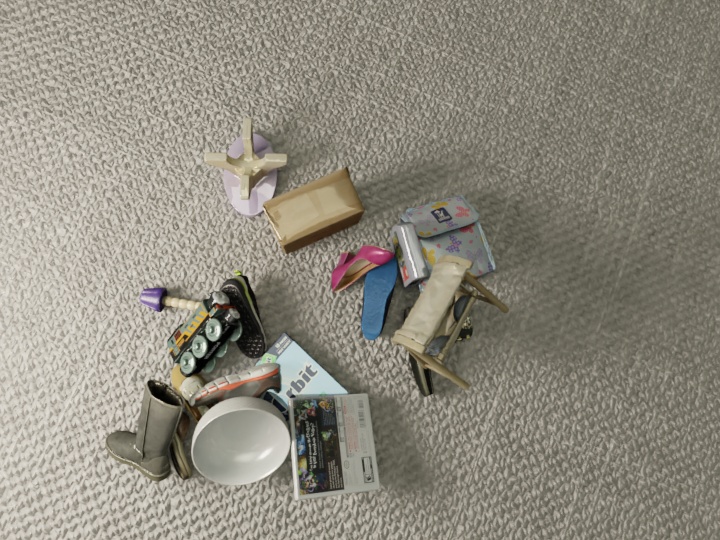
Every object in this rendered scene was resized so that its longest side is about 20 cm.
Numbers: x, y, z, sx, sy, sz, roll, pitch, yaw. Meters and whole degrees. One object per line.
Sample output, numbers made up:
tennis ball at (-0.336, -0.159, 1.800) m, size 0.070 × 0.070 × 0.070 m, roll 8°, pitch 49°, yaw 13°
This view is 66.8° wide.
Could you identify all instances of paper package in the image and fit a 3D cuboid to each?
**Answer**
paper package at (-0.104, -0.127, 1.215) m, size 0.198 × 0.191 × 0.104 m, roll -25°, pitch 88°, yaw -7°

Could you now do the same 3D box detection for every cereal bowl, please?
cereal bowl at (-0.246, 0.339, 1.126) m, size 0.198 × 0.083 × 0.202 m, roll -7°, pitch 117°, yaw -13°

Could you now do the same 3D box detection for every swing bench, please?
swing bench at (0.173, 0.099, 1.115) m, size 0.200 × 0.129 × 0.200 m, roll 42°, pitch 76°, yaw -40°

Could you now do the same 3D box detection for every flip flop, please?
flip flop at (-0.393, 0.348, 1.184) m, size 0.057 × 0.081 × 0.202 m, roll -17°, pitch 81°, yaw -29°

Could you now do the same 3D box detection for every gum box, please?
gum box at (-0.155, 0.269, 1.226) m, size 0.200 × 0.045 × 0.170 m, roll 42°, pitch 81°, yaw 1°

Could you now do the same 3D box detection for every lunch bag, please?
lunch bag at (0.195, -0.064, 1.265) m, size 0.168 × 0.127 × 0.202 m, roll -15°, pitch 79°, yaw -12°

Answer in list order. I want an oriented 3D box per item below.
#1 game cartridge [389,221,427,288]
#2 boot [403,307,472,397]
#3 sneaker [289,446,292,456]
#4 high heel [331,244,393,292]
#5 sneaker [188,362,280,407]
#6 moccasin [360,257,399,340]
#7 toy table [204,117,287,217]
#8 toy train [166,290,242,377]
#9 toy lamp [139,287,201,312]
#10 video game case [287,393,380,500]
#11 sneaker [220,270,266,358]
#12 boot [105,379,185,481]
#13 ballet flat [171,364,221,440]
game cartridge at (0.102, -0.035, 1.214) m, size 0.040 × 0.200 × 0.135 m, roll -11°, pitch 82°, yaw -4°
boot at (0.188, 0.175, 1.255) m, size 0.152 × 0.073 × 0.206 m, roll -9°, pitch 84°, yaw -9°
sneaker at (-0.068, 0.418, 1.188) m, size 0.199 × 0.080 × 0.071 m, roll 30°, pitch 82°, yaw -7°
high heel at (0.000, 0.000, 1.210) m, size 0.067 × 0.199 × 0.097 m, roll 25°, pitch 72°, yaw -36°
sneaker at (-0.261, 0.264, 1.158) m, size 0.198 × 0.077 × 0.083 m, roll -17°, pitch 96°, yaw -10°
moccasin at (0.035, 0.060, 1.263) m, size 0.080 × 0.068 × 0.202 m, roll 17°, pitch 79°, yaw 6°
toy table at (-0.256, -0.237, 1.258) m, size 0.182 × 0.117 × 0.202 m, roll -11°, pitch 82°, yaw -6°
toy train at (-0.335, 0.137, 1.171) m, size 0.200 × 0.085 × 0.114 m, roll -48°, pitch 62°, yaw 20°
toy lamp at (-0.392, 0.075, 1.230) m, size 0.197 × 0.058 × 0.059 m, roll 9°, pitch 81°, yaw -5°
video game case at (-0.057, 0.365, 1.151) m, size 0.180 × 0.023 × 0.202 m, roll 1°, pitch 65°, yaw -21°
sneaker at (-0.248, 0.097, 1.230) m, size 0.071 × 0.083 × 0.202 m, roll -8°, pitch 107°, yaw 17°
boot at (-0.445, 0.315, 1.123) m, size 0.180 × 0.073 × 0.202 m, roll 20°, pitch 118°, yaw 15°
ballet flat at (-0.347, 0.290, 1.195) m, size 0.068 × 0.063 × 0.201 m, roll -30°, pitch 86°, yaw -31°
